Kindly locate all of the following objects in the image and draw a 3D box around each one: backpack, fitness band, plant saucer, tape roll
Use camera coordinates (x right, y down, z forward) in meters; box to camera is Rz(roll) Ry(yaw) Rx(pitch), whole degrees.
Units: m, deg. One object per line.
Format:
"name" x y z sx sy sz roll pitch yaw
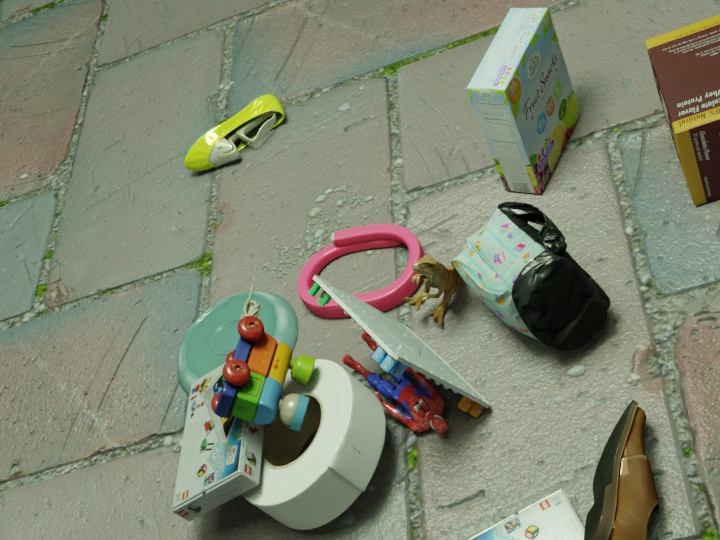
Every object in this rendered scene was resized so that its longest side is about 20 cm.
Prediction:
"backpack" 0.207 0.003 1.506 0.126 0.168 0.200 -39 36 -2
"fitness band" 0.000 0.000 1.711 0.197 0.038 0.145 -9 47 25
"plant saucer" -0.185 0.103 1.728 0.197 0.028 0.202 -17 43 16
"tape roll" -0.064 0.216 1.479 0.201 0.071 0.205 -30 38 27

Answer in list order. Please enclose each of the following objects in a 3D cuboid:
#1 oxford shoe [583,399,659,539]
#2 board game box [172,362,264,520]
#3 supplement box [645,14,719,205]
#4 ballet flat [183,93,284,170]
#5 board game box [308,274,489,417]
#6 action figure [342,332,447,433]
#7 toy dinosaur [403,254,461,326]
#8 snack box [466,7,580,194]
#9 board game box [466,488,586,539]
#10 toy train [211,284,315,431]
"oxford shoe" 0.298 0.233 1.312 0.070 0.072 0.202 21 49 2
"board game box" -0.175 0.204 1.511 0.125 0.035 0.202 -31 37 30
"supplement box" 0.500 -0.226 1.563 0.194 0.134 0.202 -17 43 14
"ballet flat" -0.212 -0.228 2.032 0.199 0.067 0.067 -38 56 -9
"board game box" 0.046 0.096 1.480 0.026 0.199 0.200 -54 43 6
"action figure" 0.049 0.151 1.530 0.065 0.052 0.200 -46 46 -5
"toy dinosaur" 0.118 0.013 1.597 0.060 0.199 0.107 39 106 15
"snack box" 0.235 -0.239 1.679 0.067 0.201 0.170 7 54 34
"board game box" 0.206 0.344 1.268 0.125 0.035 0.201 -28 42 3
"toy train" -0.106 0.105 1.479 0.114 0.085 0.202 20 46 -5
